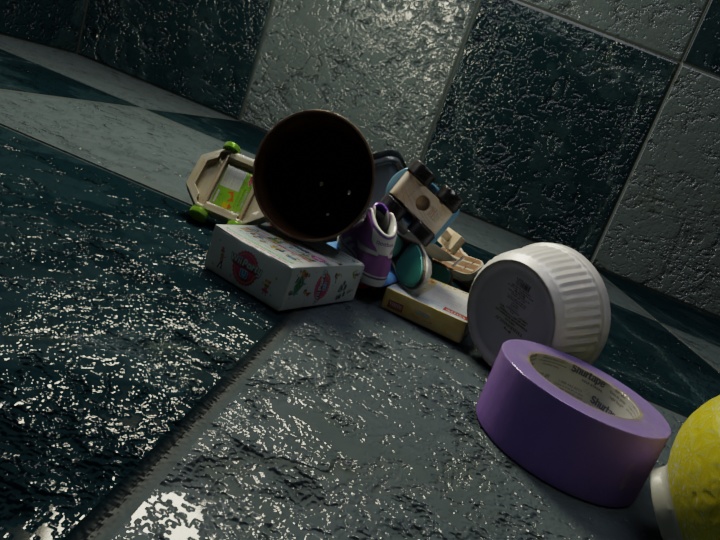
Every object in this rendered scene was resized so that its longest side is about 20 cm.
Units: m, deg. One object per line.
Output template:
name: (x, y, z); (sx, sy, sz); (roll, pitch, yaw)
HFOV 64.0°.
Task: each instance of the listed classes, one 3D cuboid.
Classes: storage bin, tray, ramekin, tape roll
storage bin: (0.002, -0.130, 1.122); (0.195, 0.138, 0.146); (-14, -20, 13)
tray: (0.102, -0.064, 1.195); (0.106, 0.023, 0.199); (28, 2, -41)
ramekin: (0.244, 0.062, 0.836); (0.103, 0.205, 0.199); (-2, 25, -37)
tape roll: (0.238, 0.166, 0.661); (0.195, 0.087, 0.200); (20, 15, -6)

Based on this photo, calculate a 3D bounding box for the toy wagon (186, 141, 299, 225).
toy wagon: (-0.202, -0.134, 1.013); (0.196, 0.158, 0.040); (22, -27, -2)

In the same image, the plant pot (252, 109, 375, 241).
plant pot: (-0.058, -0.134, 0.932); (0.183, 0.191, 0.200); (22, 1, 7)

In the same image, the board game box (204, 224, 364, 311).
board game box: (-0.104, -0.009, 0.841); (0.145, 0.066, 0.199); (27, 14, 25)

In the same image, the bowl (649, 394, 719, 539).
bowl: (0.330, 0.214, 0.521); (0.106, 0.206, 0.198); (-20, -11, 33)

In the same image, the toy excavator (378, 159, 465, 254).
toy excavator: (0.126, -0.102, 1.043); (0.194, 0.100, 0.200); (41, 6, -6)

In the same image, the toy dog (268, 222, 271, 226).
toy dog: (-0.185, -0.120, 1.128); (0.198, 0.097, 0.132); (35, 9, -9)

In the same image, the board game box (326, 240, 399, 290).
board game box: (0.000, 0.000, 1.015); (0.156, 0.040, 0.198); (29, 24, 26)

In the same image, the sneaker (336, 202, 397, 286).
sneaker: (0.018, -0.067, 0.975); (0.071, 0.117, 0.201); (7, 22, -21)

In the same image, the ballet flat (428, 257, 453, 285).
ballet flat: (0.098, -0.016, 1.183); (0.196, 0.069, 0.072); (24, -6, 8)

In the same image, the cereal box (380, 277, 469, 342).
cereal box: (0.131, 0.058, 0.987); (0.141, 0.040, 0.199); (24, 15, 19)

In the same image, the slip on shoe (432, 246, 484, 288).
slip on shoe: (0.234, -0.006, 1.348); (0.061, 0.075, 0.199); (58, -11, -24)

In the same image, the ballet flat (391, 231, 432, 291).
ballet flat: (0.086, -0.018, 0.992); (0.068, 0.071, 0.200); (14, 20, -26)
